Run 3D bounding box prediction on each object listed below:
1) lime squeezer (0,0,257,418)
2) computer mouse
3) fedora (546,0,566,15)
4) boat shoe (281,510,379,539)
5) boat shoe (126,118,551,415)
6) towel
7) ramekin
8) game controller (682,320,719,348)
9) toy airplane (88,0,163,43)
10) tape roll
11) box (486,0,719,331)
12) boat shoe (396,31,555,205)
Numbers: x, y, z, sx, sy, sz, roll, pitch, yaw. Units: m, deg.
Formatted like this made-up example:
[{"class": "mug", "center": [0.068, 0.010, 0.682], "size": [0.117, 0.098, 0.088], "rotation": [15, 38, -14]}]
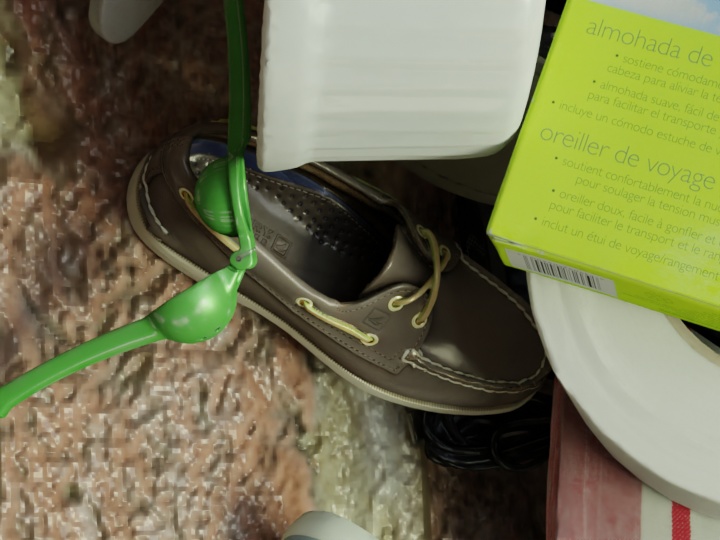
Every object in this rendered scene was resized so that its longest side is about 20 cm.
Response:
[{"class": "lime squeezer", "center": [-0.069, -0.019, 0.750], "size": [0.201, 0.070, 0.038], "rotation": [-62, 162, 4]}, {"class": "computer mouse", "center": [0.082, -0.009, 0.892], "size": [0.137, 0.053, 0.202], "rotation": [-3, 84, -13]}, {"class": "fedora", "center": [0.131, -0.175, 0.935], "size": [0.200, 0.091, 0.202], "rotation": [10, 75, -40]}, {"class": "boat shoe", "center": [0.016, 0.195, 0.798], "size": [0.071, 0.070, 0.202], "rotation": [-40, 106, -37]}, {"class": "boat shoe", "center": [0.000, 0.000, 0.808], "size": [0.199, 0.059, 0.072], "rotation": [29, 68, -13]}, {"class": "towel", "center": [0.176, 0.084, 0.813], "size": [0.199, 0.023, 0.145], "rotation": [13, 44, -2]}, {"class": "ramekin", "center": [0.014, -0.134, 0.727], "size": [0.097, 0.201, 0.202], "rotation": [4, 77, -3]}, {"class": "game controller", "center": [0.192, 0.003, 0.883], "size": [0.104, 0.042, 0.200], "rotation": [44, 29, 15]}, {"class": "toy airplane", "center": [-0.124, -0.182, 0.741], "size": [0.141, 0.200, 0.199], "rotation": [38, 42, 25]}, {"class": "tape roll", "center": [0.166, -0.003, 0.754], "size": [0.071, 0.201, 0.204], "rotation": [48, 44, -72]}, {"class": "box", "center": [0.135, -0.083, 0.717], "size": [0.121, 0.048, 0.201], "rotation": [18, 81, 15]}, {"class": "boat shoe", "center": [0.092, -0.070, 0.854], "size": [0.198, 0.073, 0.063], "rotation": [9, 30, -3]}]
